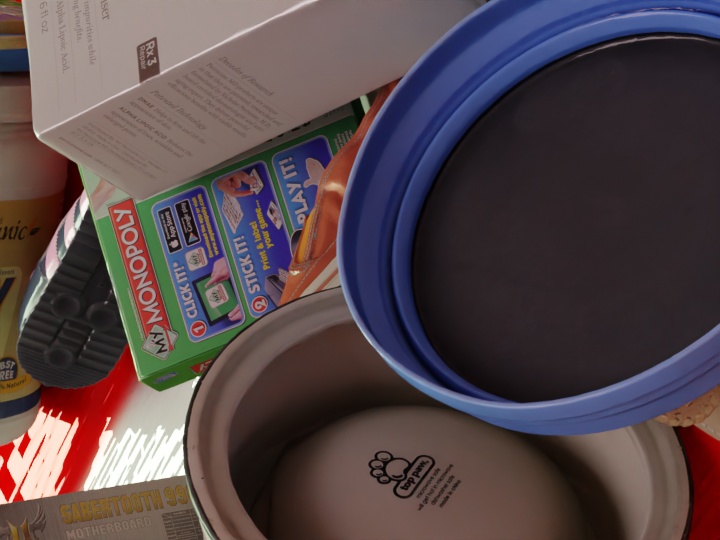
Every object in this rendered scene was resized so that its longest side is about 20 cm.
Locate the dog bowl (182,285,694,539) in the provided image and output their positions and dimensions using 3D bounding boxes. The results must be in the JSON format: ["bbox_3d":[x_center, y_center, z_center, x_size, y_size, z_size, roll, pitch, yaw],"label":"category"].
[{"bbox_3d":[0.027,0.097,0.987,0.200,0.200,0.074,52,147,37],"label":"dog bowl"}]

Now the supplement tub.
[{"bbox_3d":[-0.235,-0.015,1.343,0.144,0.144,0.200,23,109,49],"label":"supplement tub"}]

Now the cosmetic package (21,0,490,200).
[{"bbox_3d":[-0.045,-0.125,1.081,0.200,0.081,0.113,-26,57,25],"label":"cosmetic package"}]

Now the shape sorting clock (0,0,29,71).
[{"bbox_3d":[-0.253,-0.135,1.316,0.200,0.200,0.039,24,112,49],"label":"shape sorting clock"}]

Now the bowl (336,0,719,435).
[{"bbox_3d":[0.088,-0.028,0.938,0.201,0.039,0.201,-17,52,22],"label":"bowl"}]

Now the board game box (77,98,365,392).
[{"bbox_3d":[-0.065,-0.060,1.159,0.135,0.029,0.200,-22,70,11],"label":"board game box"}]

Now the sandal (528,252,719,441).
[{"bbox_3d":[0.086,0.022,0.979,0.212,0.070,0.078,44,149,42],"label":"sandal"}]

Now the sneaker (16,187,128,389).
[{"bbox_3d":[-0.115,-0.034,1.259,0.200,0.070,0.082,-49,25,28],"label":"sneaker"}]

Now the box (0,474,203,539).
[{"bbox_3d":[-0.137,0.145,1.181,0.158,0.200,0.048,-34,68,48],"label":"box"}]

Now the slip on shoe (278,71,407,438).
[{"bbox_3d":[0.000,0.000,1.079,0.061,0.074,0.200,26,90,54],"label":"slip on shoe"}]
